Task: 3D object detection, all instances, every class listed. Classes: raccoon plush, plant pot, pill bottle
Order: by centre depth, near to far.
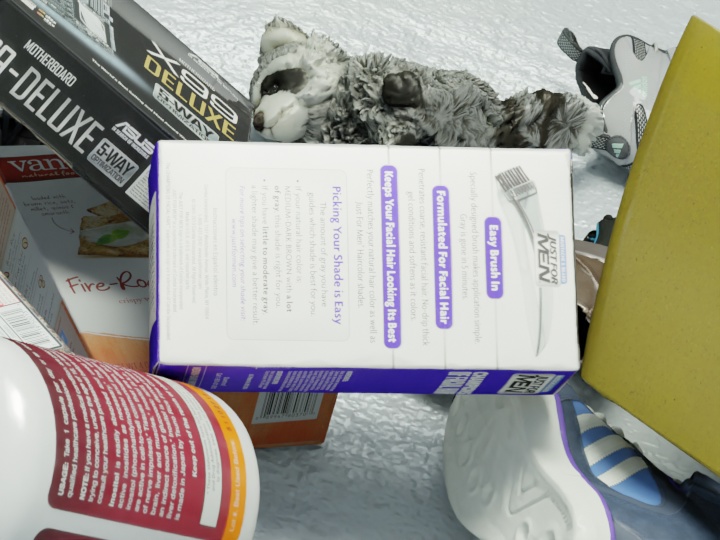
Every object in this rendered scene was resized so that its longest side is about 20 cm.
[{"bbox_3d":[-0.146,0.089,1.281,0.200,0.113,0.113,19,22,-49],"label":"pill bottle"},{"bbox_3d":[0.223,0.022,1.406,0.200,0.177,0.200,36,7,32],"label":"plant pot"},{"bbox_3d":[0.026,-0.088,1.711,0.199,0.097,0.134,5,22,-45],"label":"raccoon plush"}]

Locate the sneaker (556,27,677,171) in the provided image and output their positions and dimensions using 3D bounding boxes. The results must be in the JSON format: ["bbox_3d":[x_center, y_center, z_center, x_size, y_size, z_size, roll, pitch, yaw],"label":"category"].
[{"bbox_3d":[0.189,-0.123,1.812,0.139,0.078,0.200,22,34,9],"label":"sneaker"}]

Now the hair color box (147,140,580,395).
[{"bbox_3d":[0.000,0.000,1.384,0.199,0.065,0.110,1,75,-7],"label":"hair color box"}]

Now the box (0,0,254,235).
[{"bbox_3d":[-0.144,-0.108,1.478,0.200,0.050,0.158,41,15,-12],"label":"box"}]

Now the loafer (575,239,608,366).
[{"bbox_3d":[0.046,0.010,1.538,0.199,0.073,0.071,3,23,9],"label":"loafer"}]

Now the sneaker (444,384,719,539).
[{"bbox_3d":[0.132,0.119,1.446,0.146,0.081,0.200,18,21,-23],"label":"sneaker"}]

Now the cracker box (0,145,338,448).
[{"bbox_3d":[-0.108,0.011,1.520,0.133,0.058,0.200,-3,38,-27],"label":"cracker box"}]

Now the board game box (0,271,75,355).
[{"bbox_3d":[-0.261,0.052,1.363,0.199,0.097,0.159,-14,43,-36],"label":"board game box"}]

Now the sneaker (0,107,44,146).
[{"bbox_3d":[-0.213,-0.092,1.617,0.199,0.074,0.081,-20,56,-34],"label":"sneaker"}]

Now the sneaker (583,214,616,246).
[{"bbox_3d":[0.172,-0.012,1.650,0.082,0.074,0.200,34,38,24],"label":"sneaker"}]
